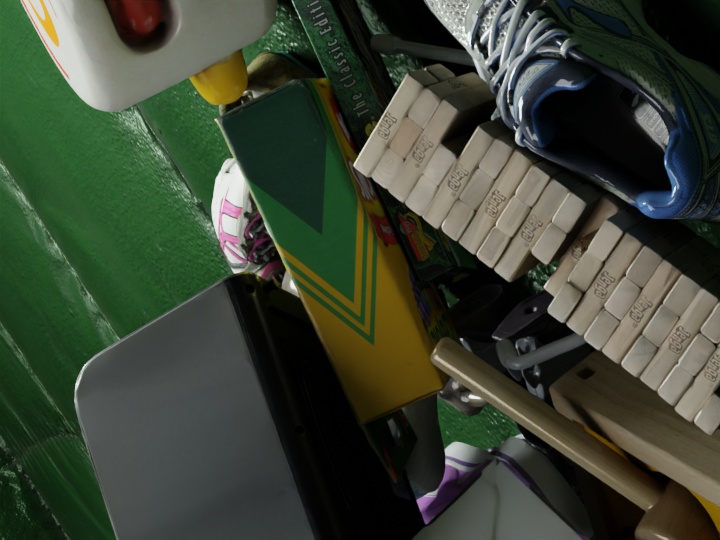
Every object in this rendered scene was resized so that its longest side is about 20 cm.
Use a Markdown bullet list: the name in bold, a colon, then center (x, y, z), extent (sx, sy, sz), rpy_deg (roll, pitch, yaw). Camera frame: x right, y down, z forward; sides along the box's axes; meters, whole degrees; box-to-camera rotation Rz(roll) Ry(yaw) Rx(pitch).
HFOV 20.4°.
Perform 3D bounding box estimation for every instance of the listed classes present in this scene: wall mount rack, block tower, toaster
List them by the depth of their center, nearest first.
- **block tower**: center (0.096, -0.014, 0.889), extent (0.200, 0.054, 0.058), rpy_deg (39, 117, 14)
- **toaster**: center (-0.042, 0.118, 1.040), extent (0.201, 0.118, 0.181), rpy_deg (69, -166, 17)
- **wall mount rack**: center (0.067, -0.048, 1.042), extent (0.174, 0.074, 0.201), rpy_deg (-95, -21, -57)

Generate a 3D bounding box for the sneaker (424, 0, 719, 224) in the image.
- **sneaker**: center (0.091, -0.092, 0.881), extent (0.200, 0.085, 0.077), rpy_deg (40, 124, 25)

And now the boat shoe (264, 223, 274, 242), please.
- **boat shoe**: center (-0.012, -0.021, 1.223), extent (0.071, 0.064, 0.200), rpy_deg (44, -179, -19)

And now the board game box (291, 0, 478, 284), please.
- **board game box**: center (0.007, -0.087, 1.078), extent (0.201, 0.023, 0.105), rpy_deg (66, -173, 7)

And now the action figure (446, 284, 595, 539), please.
- **action figure**: center (0.116, 0.101, 1.178), extent (0.130, 0.069, 0.201), rpy_deg (14, 138, 54)

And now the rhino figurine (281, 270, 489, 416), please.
- **rhino figurine**: center (0.018, 0.044, 1.323), extent (0.200, 0.060, 0.088), rpy_deg (31, 153, 43)

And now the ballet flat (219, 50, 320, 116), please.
- **ballet flat**: center (-0.020, -0.078, 1.211), extent (0.200, 0.071, 0.071), rpy_deg (32, 149, 48)

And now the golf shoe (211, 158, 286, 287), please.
- **golf shoe**: center (-0.074, -0.046, 1.374), extent (0.092, 0.072, 0.200), rpy_deg (50, 159, 20)

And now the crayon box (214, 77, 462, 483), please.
- **crayon box**: center (0.000, 0.000, 1.034), extent (0.201, 0.051, 0.127), rpy_deg (65, -171, -3)

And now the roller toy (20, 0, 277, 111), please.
- **roller toy**: center (-0.134, -0.198, 1.177), extent (0.201, 0.139, 0.183), rpy_deg (60, 169, 12)

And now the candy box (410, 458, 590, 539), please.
- **candy box**: center (0.125, 0.210, 1.000), extent (0.168, 0.071, 0.200), rpy_deg (42, 170, 40)

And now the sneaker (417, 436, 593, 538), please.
- **sneaker**: center (0.058, 0.157, 1.147), extent (0.073, 0.114, 0.200), rpy_deg (52, 164, -4)

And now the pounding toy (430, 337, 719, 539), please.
- **pounding toy**: center (0.163, 0.105, 0.963), extent (0.184, 0.142, 0.201), rpy_deg (30, 148, 49)

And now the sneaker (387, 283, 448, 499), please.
- **sneaker**: center (0.018, 0.059, 1.200), extent (0.201, 0.072, 0.072), rpy_deg (-81, -29, -49)
